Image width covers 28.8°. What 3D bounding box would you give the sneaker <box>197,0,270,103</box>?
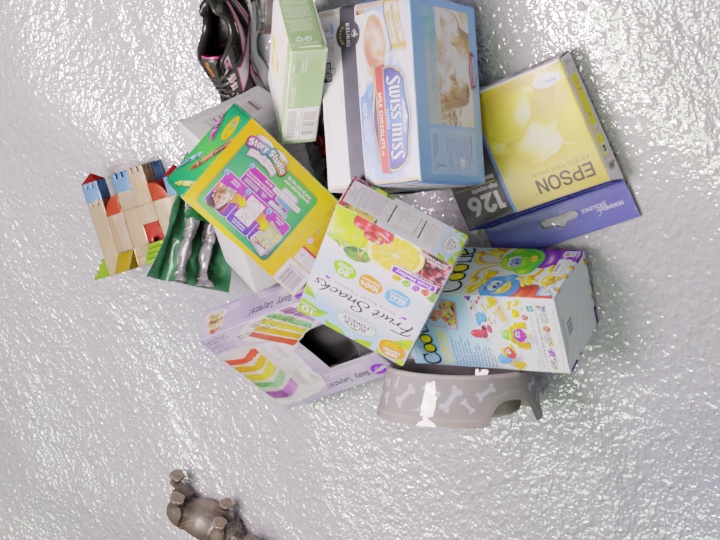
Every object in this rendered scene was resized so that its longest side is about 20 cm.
[{"bbox_3d":[-0.163,-0.249,1.707,0.079,0.086,0.203,3,113,32],"label":"sneaker"}]

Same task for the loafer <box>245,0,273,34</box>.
[{"bbox_3d":[-0.125,-0.374,1.629,0.062,0.072,0.203,-4,108,-13],"label":"loafer"}]

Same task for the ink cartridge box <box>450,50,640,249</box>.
[{"bbox_3d":[0.187,-0.118,1.580,0.196,0.047,0.202,-19,99,36],"label":"ink cartridge box"}]

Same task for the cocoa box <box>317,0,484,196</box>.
[{"bbox_3d":[0.046,-0.188,1.538,0.130,0.133,0.203,-4,89,38],"label":"cocoa box"}]

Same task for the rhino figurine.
[{"bbox_3d":[-0.201,0.370,2.023,0.198,0.060,0.088,29,143,16],"label":"rhino figurine"}]

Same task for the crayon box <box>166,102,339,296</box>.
[{"bbox_3d":[-0.108,-0.078,1.594,0.200,0.119,0.058,43,179,-34],"label":"crayon box"}]

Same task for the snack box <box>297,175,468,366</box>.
[{"bbox_3d":[0.021,0.005,1.545,0.141,0.053,0.201,29,142,4],"label":"snack box"}]

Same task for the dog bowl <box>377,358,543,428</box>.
[{"bbox_3d":[0.117,0.140,1.651,0.198,0.199,0.060,1,94,30],"label":"dog bowl"}]

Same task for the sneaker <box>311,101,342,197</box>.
[{"bbox_3d":[-0.028,-0.182,1.667,0.098,0.071,0.202,-37,78,19],"label":"sneaker"}]

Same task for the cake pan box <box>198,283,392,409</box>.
[{"bbox_3d":[-0.072,0.088,1.762,0.198,0.053,0.184,-20,137,30],"label":"cake pan box"}]

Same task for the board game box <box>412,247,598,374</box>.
[{"bbox_3d":[0.159,0.043,1.622,0.198,0.103,0.106,2,124,30],"label":"board game box"}]

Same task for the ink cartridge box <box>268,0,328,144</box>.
[{"bbox_3d":[-0.079,-0.265,1.570,0.146,0.047,0.202,100,160,-53],"label":"ink cartridge box"}]

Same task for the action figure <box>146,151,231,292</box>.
[{"bbox_3d":[-0.199,-0.082,1.785,0.054,0.117,0.203,-1,79,54],"label":"action figure"}]

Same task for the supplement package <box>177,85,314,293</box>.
[{"bbox_3d":[-0.123,-0.098,1.684,0.117,0.116,0.202,39,149,56],"label":"supplement package"}]

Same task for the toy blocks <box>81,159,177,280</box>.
[{"bbox_3d":[-0.281,-0.081,1.859,0.198,0.100,0.138,-15,94,24],"label":"toy blocks"}]
